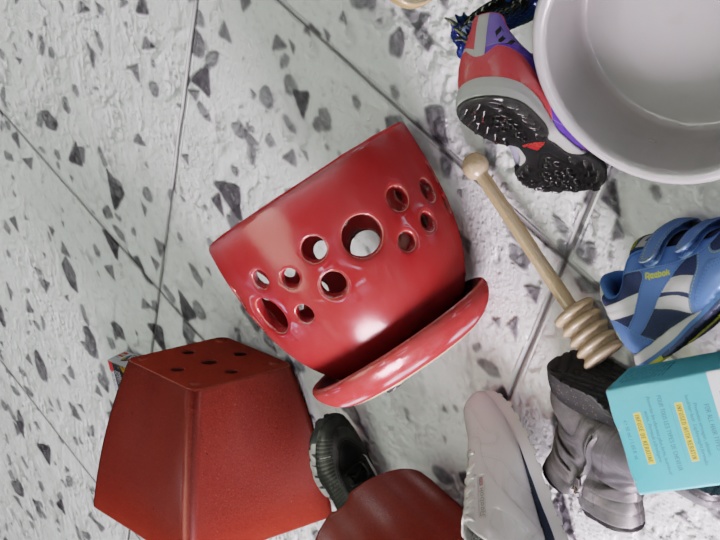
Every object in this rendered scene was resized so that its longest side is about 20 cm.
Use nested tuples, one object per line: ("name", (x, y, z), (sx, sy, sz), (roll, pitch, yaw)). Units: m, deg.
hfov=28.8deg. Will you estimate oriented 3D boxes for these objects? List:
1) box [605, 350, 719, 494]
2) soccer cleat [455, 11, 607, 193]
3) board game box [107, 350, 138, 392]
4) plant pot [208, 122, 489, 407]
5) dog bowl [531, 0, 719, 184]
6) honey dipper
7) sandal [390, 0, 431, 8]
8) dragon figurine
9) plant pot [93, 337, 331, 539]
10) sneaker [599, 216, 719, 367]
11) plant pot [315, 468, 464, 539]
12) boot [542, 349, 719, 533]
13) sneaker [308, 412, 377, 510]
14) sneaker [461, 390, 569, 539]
("box", (0.273, 0.094, 0.941), (0.199, 0.049, 0.083), (-15, 97, 34))
("soccer cleat", (0.127, -0.111, 0.997), (0.068, 0.200, 0.074), (-6, 70, 29))
("board game box", (-0.259, 0.212, 1.808), (0.126, 0.034, 0.202), (13, 121, 49))
("plant pot", (0.000, 0.000, 1.191), (0.183, 0.200, 0.200), (56, 146, -4))
("dog bowl", (0.199, -0.144, 0.889), (0.199, 0.059, 0.201), (19, 132, 23))
("honey dipper", (0.140, -0.012, 1.130), (0.201, 0.038, 0.038), (56, 145, 16))
("sandal", (0.069, -0.271, 0.920), (0.077, 0.213, 0.070), (36, 149, -15))
("dragon figurine", (0.117, -0.218, 0.961), (0.201, 0.099, 0.059), (102, 148, -45))
("plant pot", (-0.163, 0.182, 1.539), (0.199, 0.199, 0.178), (18, 112, 47))
("sneaker", (0.231, -0.003, 0.979), (0.083, 0.074, 0.200), (57, 144, 15))
("plant pot", (0.064, 0.302, 1.307), (0.195, 0.200, 0.202), (44, 141, 41))
("boot", (0.223, 0.158, 1.108), (0.200, 0.069, 0.133), (40, 143, 49))
("sneaker", (0.007, 0.237, 1.443), (0.090, 0.066, 0.202), (12, 124, 46))
("sneaker", (0.118, 0.194, 1.205), (0.077, 0.080, 0.201), (79, 173, -55))
